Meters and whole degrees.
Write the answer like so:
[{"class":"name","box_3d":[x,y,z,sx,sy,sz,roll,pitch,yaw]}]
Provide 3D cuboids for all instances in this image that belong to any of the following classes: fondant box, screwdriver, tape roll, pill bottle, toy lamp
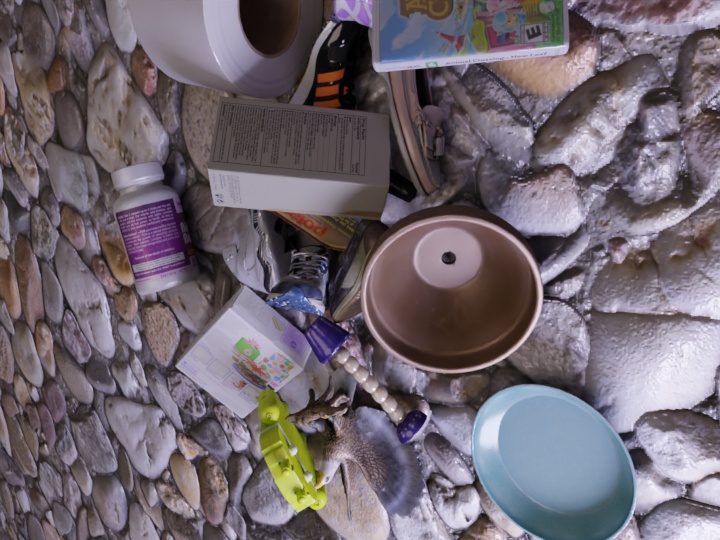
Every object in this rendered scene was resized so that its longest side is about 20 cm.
[{"class":"fondant box","box_3d":[-0.185,0.134,0.979,0.144,0.059,0.199,40,131,-11]},{"class":"screwdriver","box_3d":[-0.016,-0.144,0.768,0.198,0.028,0.029,33,140,-1]},{"class":"tape roll","box_3d":[-0.156,-0.321,0.750,0.137,0.201,0.208,19,116,32]},{"class":"pill bottle","box_3d":[-0.345,-0.072,1.038,0.110,0.111,0.205,-8,100,39]},{"class":"toy lamp","box_3d":[0.004,0.144,0.840,0.200,0.058,0.058,44,127,2]}]

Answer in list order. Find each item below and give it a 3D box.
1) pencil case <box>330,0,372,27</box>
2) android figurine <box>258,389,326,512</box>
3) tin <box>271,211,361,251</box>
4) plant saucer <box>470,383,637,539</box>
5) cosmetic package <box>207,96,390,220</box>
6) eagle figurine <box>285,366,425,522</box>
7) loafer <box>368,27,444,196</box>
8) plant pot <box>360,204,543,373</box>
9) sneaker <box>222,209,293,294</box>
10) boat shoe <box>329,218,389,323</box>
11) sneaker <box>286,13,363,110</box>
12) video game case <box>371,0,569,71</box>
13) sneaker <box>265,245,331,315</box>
[{"class":"pencil case","box_3d":[0.063,-0.278,0.640,0.196,0.085,0.086,20,116,15]},{"class":"android figurine","box_3d":[-0.103,0.267,0.916,0.040,0.200,0.185,-27,102,-2]},{"class":"tin","box_3d":[-0.066,-0.105,0.808,0.198,0.042,0.113,33,127,-4]},{"class":"plant saucer","box_3d":[0.225,0.223,0.733,0.197,0.036,0.205,13,111,35]},{"class":"cosmetic package","box_3d":[-0.066,-0.125,0.705,0.195,0.108,0.071,6,152,-4]},{"class":"eagle figurine","box_3d":[-0.015,0.260,0.897,0.201,0.151,0.152,48,178,-22]},{"class":"loafer","box_3d":[0.065,-0.189,0.706,0.062,0.072,0.205,-17,92,19]},{"class":"plant pot","box_3d":[0.099,0.008,0.700,0.195,0.093,0.205,3,122,4]},{"class":"sneaker","box_3d":[-0.152,-0.058,0.913,0.113,0.074,0.205,1,104,39]},{"class":"boat shoe","box_3d":[0.000,0.000,0.804,0.065,0.072,0.201,56,144,17]},{"class":"sneaker","box_3d":[-0.028,-0.225,0.775,0.089,0.070,0.201,38,126,4]},{"class":"video game case","box_3d":[0.099,-0.293,0.583,0.177,0.022,0.206,-1,83,13]},{"class":"sneaker","box_3d":[-0.075,0.007,0.813,0.075,0.200,0.087,10,91,0]}]
